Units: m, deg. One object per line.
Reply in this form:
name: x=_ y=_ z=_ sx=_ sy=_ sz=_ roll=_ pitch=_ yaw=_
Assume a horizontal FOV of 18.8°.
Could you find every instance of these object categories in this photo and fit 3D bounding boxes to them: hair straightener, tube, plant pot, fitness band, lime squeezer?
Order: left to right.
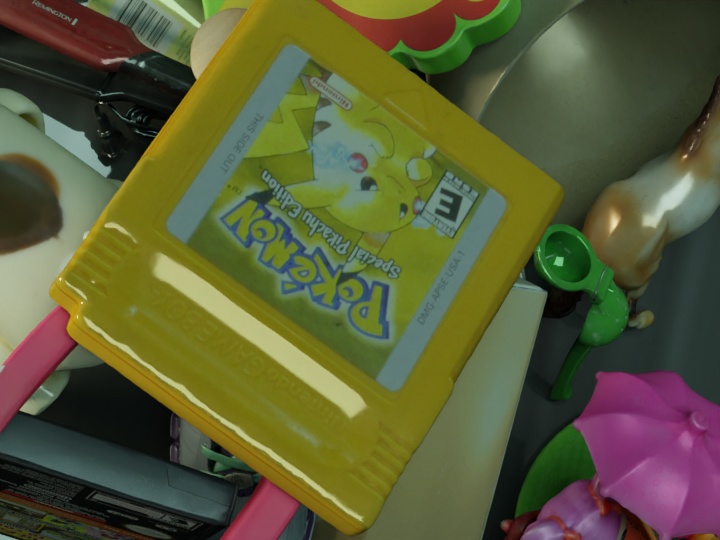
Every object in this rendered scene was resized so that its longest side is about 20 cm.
fitness band: x=-0.104 y=0.090 z=0.956 sx=0.144 sy=0.037 sz=0.200 roll=40 pitch=64 yaw=-5
hair straightener: x=-0.113 y=-0.091 z=1.151 sx=0.199 sy=0.077 sz=0.041 roll=20 pitch=50 yaw=1
tube: x=-0.053 y=-0.101 z=1.169 sx=0.200 sy=0.058 sz=0.052 roll=38 pitch=106 yaw=-3
lime squeezer: x=0.101 y=0.003 z=1.138 sx=0.038 sy=0.071 sz=0.200 roll=-50 pitch=134 yaw=-20
plant pot: x=0.111 y=-0.134 z=1.168 sx=0.200 sy=0.201 sz=0.135 roll=-22 pitch=55 yaw=-17

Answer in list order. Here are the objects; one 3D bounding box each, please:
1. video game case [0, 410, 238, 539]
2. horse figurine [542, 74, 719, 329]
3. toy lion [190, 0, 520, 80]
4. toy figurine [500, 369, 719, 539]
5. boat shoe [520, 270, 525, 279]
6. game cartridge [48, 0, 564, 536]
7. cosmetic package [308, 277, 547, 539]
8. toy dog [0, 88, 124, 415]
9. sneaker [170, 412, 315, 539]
video game case: x=-0.175 y=0.097 z=1.048 sx=0.199 sy=0.181 sz=0.026 roll=19 pitch=70 yaw=-12
horse figurine: x=0.170 y=-0.037 z=1.174 sx=0.200 sy=0.133 sz=0.050 roll=-41 pitch=63 yaw=7
toy lion: x=-0.015 y=-0.177 z=1.084 sx=0.191 sy=0.069 sz=0.200 roll=-32 pitch=72 yaw=5
toy figurine: x=0.125 y=0.123 z=1.106 sx=0.200 sy=0.184 sz=0.150 roll=-33 pitch=67 yaw=-5
boat shoe: x=0.000 y=0.000 z=1.165 sx=0.199 sy=0.069 sz=0.071 roll=6 pitch=82 yaw=-14
game cartridge: x=-0.021 y=-0.010 z=0.986 sx=0.176 sy=0.032 sz=0.200 roll=36 pitch=62 yaw=-8
cosmetic package: x=0.018 y=0.087 z=1.106 sx=0.071 sy=0.105 sz=0.201 roll=9 pitch=99 yaw=-29
toy dog: x=-0.197 y=-0.031 z=1.059 sx=0.200 sy=0.194 sz=0.140 roll=44 pitch=83 yaw=-15
sneaker: x=-0.068 y=0.063 z=1.069 sx=0.074 sy=0.088 sz=0.201 roll=-6 pitch=84 yaw=11
